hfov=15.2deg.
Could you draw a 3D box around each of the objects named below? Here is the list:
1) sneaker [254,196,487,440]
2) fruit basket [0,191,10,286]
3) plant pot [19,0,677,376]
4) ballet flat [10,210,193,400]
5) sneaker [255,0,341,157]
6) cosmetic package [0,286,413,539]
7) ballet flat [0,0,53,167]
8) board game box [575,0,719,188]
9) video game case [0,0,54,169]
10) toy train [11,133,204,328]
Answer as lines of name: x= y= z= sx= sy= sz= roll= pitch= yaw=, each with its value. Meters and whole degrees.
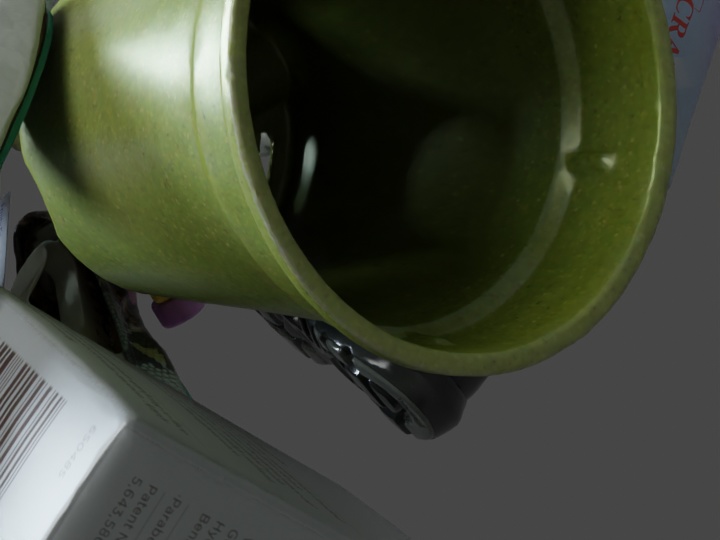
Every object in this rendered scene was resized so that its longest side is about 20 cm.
sneaker: x=0.000 y=0.000 z=1.087 sx=0.079 sy=0.075 sz=0.200 roll=-47 pitch=39 yaw=-7
fruit basket: x=-0.231 y=0.079 z=1.270 sx=0.200 sy=0.093 sz=0.186 roll=-43 pitch=35 yaw=41
plant pot: x=-0.021 y=-0.059 z=0.972 sx=0.184 sy=0.200 sz=0.201 roll=-5 pitch=60 yaw=50
ballet flat: x=-0.123 y=0.040 z=1.196 sx=0.069 sy=0.071 sz=0.200 roll=-46 pitch=36 yaw=16
sneaker: x=-0.025 y=-0.107 z=1.107 sx=0.200 sy=0.081 sz=0.075 roll=-26 pitch=47 yaw=43
cosmetic package: x=-0.082 y=0.132 z=0.954 sx=0.165 sy=0.200 sz=0.165 roll=-57 pitch=32 yaw=0
ballet flat: x=-0.162 y=-0.028 z=0.945 sx=0.069 sy=0.069 sz=0.201 roll=-13 pitch=53 yaw=47
board game box: x=0.074 y=-0.126 z=1.100 sx=0.199 sy=0.041 sz=0.201 roll=-2 pitch=63 yaw=52
video game case: x=-0.192 y=-0.029 z=1.166 sx=0.182 sy=0.022 sz=0.201 roll=11 pitch=83 yaw=69
toy train: x=-0.107 y=-0.062 z=1.199 sx=0.055 sy=0.150 sz=0.200 roll=-29 pitch=40 yaw=6
